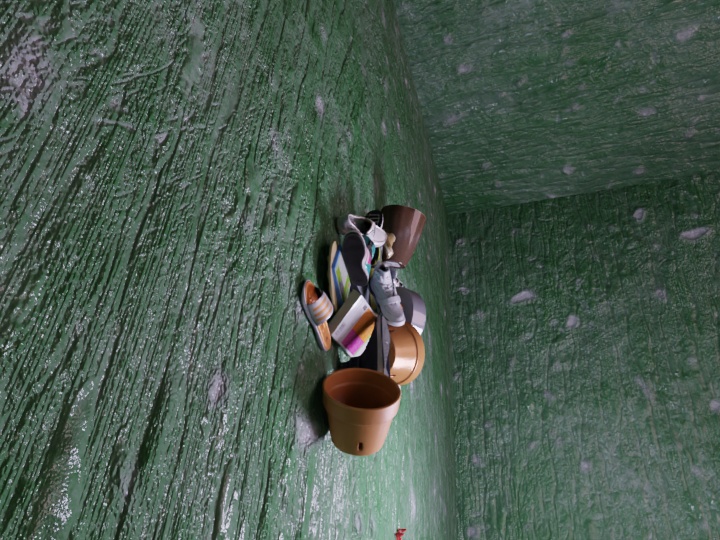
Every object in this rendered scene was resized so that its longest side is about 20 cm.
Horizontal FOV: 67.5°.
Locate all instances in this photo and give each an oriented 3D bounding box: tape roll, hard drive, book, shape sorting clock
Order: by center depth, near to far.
[{"bbox_3d":[-0.065,0.022,1.488,0.200,0.038,0.209,-8,91,-80],"label":"shape sorting clock"},{"bbox_3d":[-0.016,0.159,1.498,0.135,0.047,0.201,-52,149,-13],"label":"book"},{"bbox_3d":[0.000,0.000,1.732,0.141,0.032,0.206,64,25,-49],"label":"hard drive"},{"bbox_3d":[0.134,0.163,1.837,0.065,0.198,0.208,20,59,-34],"label":"tape roll"}]

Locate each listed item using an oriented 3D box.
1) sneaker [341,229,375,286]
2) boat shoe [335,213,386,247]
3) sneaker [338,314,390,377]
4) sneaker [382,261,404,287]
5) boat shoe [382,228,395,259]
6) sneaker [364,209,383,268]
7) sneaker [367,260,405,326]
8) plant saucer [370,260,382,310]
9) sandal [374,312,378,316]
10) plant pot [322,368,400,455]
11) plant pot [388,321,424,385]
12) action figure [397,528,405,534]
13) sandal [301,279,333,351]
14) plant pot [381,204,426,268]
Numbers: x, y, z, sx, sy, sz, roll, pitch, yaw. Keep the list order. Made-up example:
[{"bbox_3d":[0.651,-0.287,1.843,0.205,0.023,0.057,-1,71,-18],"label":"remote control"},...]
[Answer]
[{"bbox_3d":[-0.003,-0.068,1.549,0.204,0.080,0.124,82,13,-47],"label":"sneaker"},{"bbox_3d":[0.017,-0.122,1.633,0.195,0.068,0.074,14,64,-41],"label":"boat shoe"},{"bbox_3d":[0.010,0.226,1.487,0.077,0.141,0.209,49,36,-51],"label":"sneaker"},{"bbox_3d":[0.128,0.045,2.072,0.073,0.070,0.204,-74,145,-50],"label":"sneaker"},{"bbox_3d":[0.087,-0.105,1.862,0.201,0.073,0.074,-121,-165,-60],"label":"boat shoe"},{"bbox_3d":[0.041,-0.100,1.758,0.081,0.071,0.208,62,33,-64],"label":"sneaker"},{"bbox_3d":[0.084,0.067,1.658,0.117,0.073,0.203,102,-33,-45],"label":"sneaker"},{"bbox_3d":[0.057,0.033,1.852,0.200,0.030,0.209,1,90,-83],"label":"plant saucer"},{"bbox_3d":[0.004,0.146,1.621,0.200,0.077,0.056,43,53,-62],"label":"sandal"},{"bbox_3d":[-0.003,0.352,1.329,0.200,0.192,0.146,-47,144,-68],"label":"plant pot"},{"bbox_3d":[0.087,0.260,1.695,0.138,0.194,0.209,9,74,-54],"label":"plant pot"},{"bbox_3d":[0.171,0.997,1.830,0.065,0.095,0.209,13,73,-70],"label":"action figure"},{"bbox_3d":[-0.091,0.108,1.335,0.080,0.057,0.212,-75,153,-52],"label":"sandal"},{"bbox_3d":[0.148,-0.119,2.085,0.187,0.180,0.208,43,57,-64],"label":"plant pot"}]
